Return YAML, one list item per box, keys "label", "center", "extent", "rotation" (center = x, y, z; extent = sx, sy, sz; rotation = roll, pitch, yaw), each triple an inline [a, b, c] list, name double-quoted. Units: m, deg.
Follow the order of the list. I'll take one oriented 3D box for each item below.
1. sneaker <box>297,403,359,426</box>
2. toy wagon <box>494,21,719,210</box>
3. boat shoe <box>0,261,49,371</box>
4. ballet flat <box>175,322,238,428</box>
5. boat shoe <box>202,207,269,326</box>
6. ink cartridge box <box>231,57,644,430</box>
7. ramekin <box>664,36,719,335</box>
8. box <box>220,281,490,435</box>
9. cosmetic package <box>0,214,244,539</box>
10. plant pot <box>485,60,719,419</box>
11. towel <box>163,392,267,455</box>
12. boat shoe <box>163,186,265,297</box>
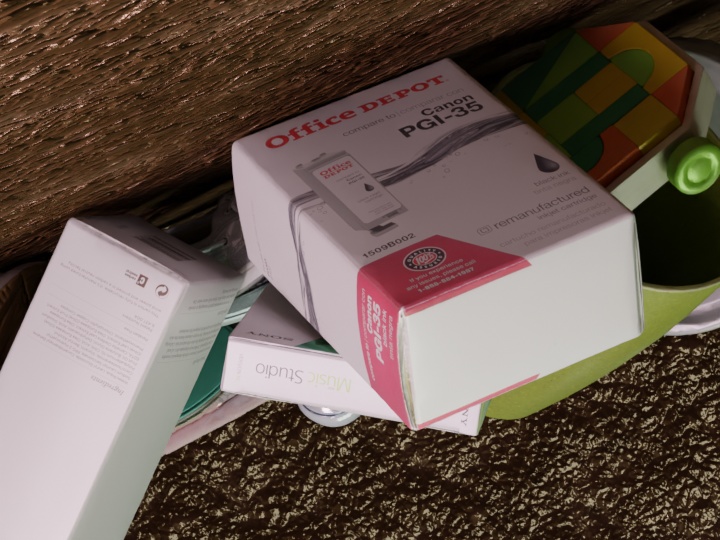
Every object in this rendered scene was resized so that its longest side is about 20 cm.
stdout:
- label: "sneaker"
  center: [0.000, 0.000, 1.808]
  extent: [0.073, 0.201, 0.071]
  rotation: [15, 170, 16]
- label: "toy wagon"
  center: [0.110, -0.060, 1.621]
  extent: [0.200, 0.040, 0.155]
  rotation: [-38, -139, -4]
- label: "boat shoe"
  center: [-0.229, 0.038, 1.611]
  extent: [0.069, 0.071, 0.200]
  rotation: [2, -167, 20]
- label: "ballet flat"
  center: [-0.091, 0.029, 1.827]
  extent: [0.200, 0.068, 0.067]
  rotation: [-47, -171, -8]
- label: "boat shoe"
  center: [-0.043, -0.032, 1.732]
  extent: [0.200, 0.071, 0.091]
  rotation: [-31, 174, 3]
- label: "ink cartridge box"
  center: [0.037, -0.019, 1.507]
  extent: [0.146, 0.083, 0.200]
  rotation: [-22, -142, -19]
- label: "ramekin"
  center: [0.213, -0.065, 1.899]
  extent: [0.202, 0.203, 0.094]
  rotation: [-26, -174, 27]
- label: "box"
  center: [0.011, 0.037, 1.592]
  extent: [0.144, 0.036, 0.200]
  rotation: [10, -163, 6]
- label: "cosmetic package"
  center: [-0.154, 0.076, 1.598]
  extent: [0.201, 0.085, 0.108]
  rotation: [-63, 168, 7]
- label: "plant pot"
  center: [0.120, 0.000, 1.792]
  extent: [0.187, 0.187, 0.200]
  rotation: [-20, 154, -41]
- label: "towel"
  center: [-0.103, 0.051, 2.019]
  extent: [0.191, 0.032, 0.200]
  rotation: [-28, -156, 30]
- label: "boat shoe"
  center: [-0.089, -0.018, 1.672]
  extent: [0.202, 0.065, 0.074]
  rotation: [-29, -170, 37]
